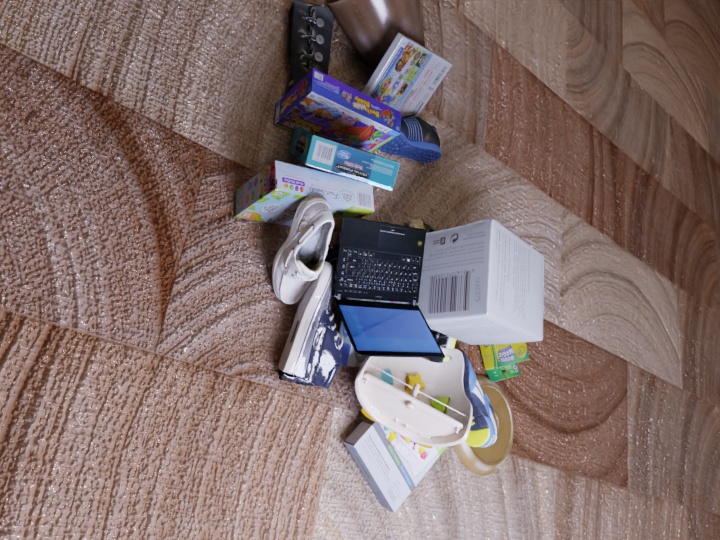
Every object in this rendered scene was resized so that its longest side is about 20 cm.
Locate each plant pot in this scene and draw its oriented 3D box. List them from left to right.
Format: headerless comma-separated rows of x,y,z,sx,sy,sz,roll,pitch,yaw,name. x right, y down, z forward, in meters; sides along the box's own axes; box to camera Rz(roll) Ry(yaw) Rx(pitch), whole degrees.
0.053,-0.489,1.176,0.189,0.183,0.203,-53,128,-34,plant pot
0.264,0.323,1.226,0.195,0.027,0.208,12,71,-37,plant pot

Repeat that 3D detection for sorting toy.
0.100,0.182,0.997,0.195,0.108,0.182,27,51,4,sorting toy

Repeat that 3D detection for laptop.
0.053,0.027,0.941,0.172,0.102,0.208,6,92,-32,laptop

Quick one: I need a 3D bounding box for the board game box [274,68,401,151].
-0.041,-0.277,1.059,0.195,0.133,0.046,15,69,-34,board game box

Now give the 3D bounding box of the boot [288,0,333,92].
-0.067,-0.398,1.119,0.161,0.065,0.207,12,67,-38,boot

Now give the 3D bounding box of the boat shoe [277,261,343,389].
-0.063,0.096,0.968,0.090,0.074,0.206,23,85,-18,boat shoe

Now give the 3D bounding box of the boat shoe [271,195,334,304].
-0.090,-0.016,0.923,0.069,0.204,0.070,-3,41,-31,boat shoe

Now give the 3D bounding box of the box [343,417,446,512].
0.079,0.298,1.048,0.199,0.041,0.159,-40,111,-30,box

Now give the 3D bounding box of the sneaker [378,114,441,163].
0.089,-0.288,1.214,0.196,0.069,0.081,12,62,-39,sneaker

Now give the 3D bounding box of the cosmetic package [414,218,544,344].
0.219,0.030,1.061,0.197,0.161,0.171,23,67,-43,cosmetic package

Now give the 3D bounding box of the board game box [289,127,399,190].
-0.034,-0.191,0.986,0.146,0.200,0.048,15,102,-18,board game box

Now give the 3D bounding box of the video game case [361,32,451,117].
0.093,-0.379,1.165,0.018,0.144,0.197,48,27,24,video game case

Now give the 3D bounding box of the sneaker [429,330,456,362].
0.186,0.096,1.180,0.089,0.077,0.207,21,74,-35,sneaker

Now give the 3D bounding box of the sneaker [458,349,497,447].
0.215,0.256,1.154,0.082,0.073,0.205,31,36,-45,sneaker

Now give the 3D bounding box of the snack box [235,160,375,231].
-0.092,-0.116,0.973,0.195,0.140,0.055,8,71,-38,snack box

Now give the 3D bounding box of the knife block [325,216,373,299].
0.000,0.000,1.070,0.197,0.063,0.181,27,64,-31,knife block

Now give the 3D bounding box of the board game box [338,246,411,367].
0.052,0.075,1.053,0.197,0.043,0.206,15,87,-45,board game box

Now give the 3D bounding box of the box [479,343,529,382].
0.308,0.135,1.287,0.115,0.048,0.207,-4,80,-39,box

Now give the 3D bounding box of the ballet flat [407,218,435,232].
0.173,-0.043,1.223,0.199,0.056,0.068,40,57,-24,ballet flat
